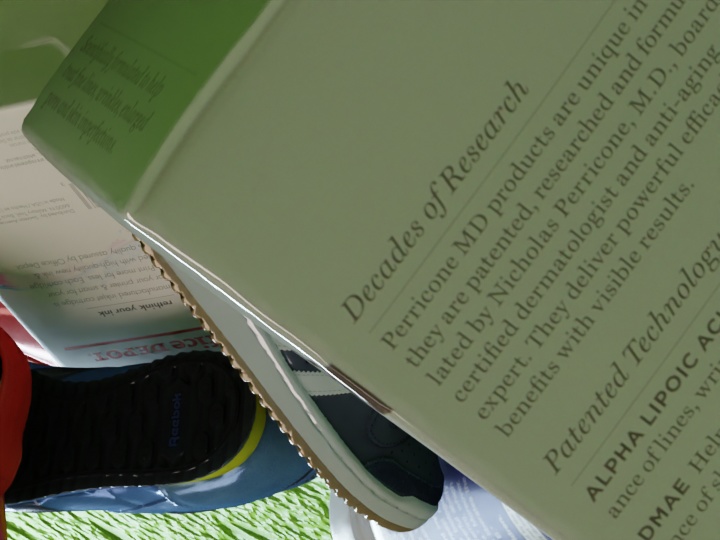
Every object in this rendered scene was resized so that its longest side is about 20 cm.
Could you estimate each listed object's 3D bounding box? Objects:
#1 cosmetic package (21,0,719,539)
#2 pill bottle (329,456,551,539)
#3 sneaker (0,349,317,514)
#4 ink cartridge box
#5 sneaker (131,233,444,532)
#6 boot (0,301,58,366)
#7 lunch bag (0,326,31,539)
[{"bbox_3d":[0.037,-0.038,0.778,0.200,0.165,0.165,36,178,-19],"label":"cosmetic package"},{"bbox_3d":[0.071,0.080,1.070,0.115,0.116,0.200,33,152,-14],"label":"pill bottle"},{"bbox_3d":[-0.104,0.071,1.076,0.199,0.066,0.078,-3,161,30],"label":"sneaker"},{"bbox_3d":[-0.089,-0.022,1.060,0.116,0.068,0.200,-9,138,27],"label":"ink cartridge box"},{"bbox_3d":[0.000,0.000,0.972,0.200,0.108,0.070,53,-173,-25],"label":"sneaker"},{"bbox_3d":[-0.167,-0.013,1.178,0.200,0.073,0.144,37,148,-29],"label":"boot"},{"bbox_3d":[-0.205,0.075,1.048,0.175,0.201,0.082,-24,151,19],"label":"lunch bag"}]
